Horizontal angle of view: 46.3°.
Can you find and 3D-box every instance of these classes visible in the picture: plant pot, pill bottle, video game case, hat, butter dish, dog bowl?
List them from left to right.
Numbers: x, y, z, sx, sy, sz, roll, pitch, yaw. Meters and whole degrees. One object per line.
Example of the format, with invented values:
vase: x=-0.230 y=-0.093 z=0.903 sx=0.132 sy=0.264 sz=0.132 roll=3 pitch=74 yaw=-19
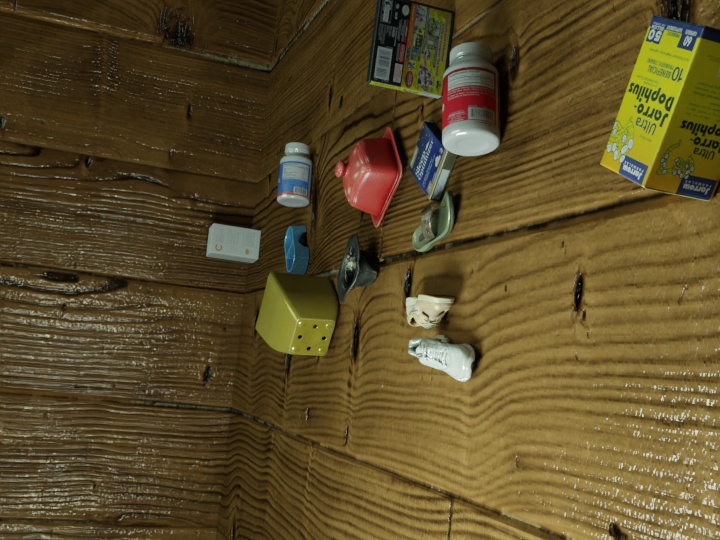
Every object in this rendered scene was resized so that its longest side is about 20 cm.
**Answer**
pill bottle: x=-0.219 y=-0.322 z=2.833 sx=0.112 sy=0.112 sz=0.200 roll=150 pitch=126 yaw=-66
dog bowl: x=-0.216 y=-0.069 z=2.815 sx=0.200 sy=0.050 sz=0.112 roll=-100 pitch=26 yaw=-42
plant pot: x=-0.165 y=0.141 z=2.404 sx=0.200 sy=0.194 sz=0.196 roll=-129 pitch=50 yaw=-56
hat: x=0.000 y=0.000 z=2.150 sx=0.201 sy=0.081 sz=0.201 roll=-167 pitch=90 yaw=-77
butter dish: x=0.008 y=-0.244 z=2.121 sx=0.200 sy=0.148 sz=0.200 roll=-103 pitch=29 yaw=-43
video game case: x=0.112 y=-0.499 z=1.880 sx=0.025 sy=0.181 sz=0.200 roll=-178 pitch=96 yaw=-72
pill bottle: x=0.215 y=-0.334 z=1.635 sx=0.112 sy=0.112 sz=0.200 roll=145 pitch=131 yaw=-64

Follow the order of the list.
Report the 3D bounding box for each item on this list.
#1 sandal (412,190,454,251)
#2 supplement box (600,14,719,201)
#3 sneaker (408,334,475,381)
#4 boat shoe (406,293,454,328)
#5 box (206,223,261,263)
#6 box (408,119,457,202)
sandal: x=0.149 y=-0.098 z=1.803 sx=0.201 sy=0.057 sz=0.080 roll=128 pitch=145 yaw=-54
supplement box: x=0.405 y=-0.204 z=1.060 sx=0.109 sy=0.109 sz=0.200 roll=-124 pitch=46 yaw=-62
sneaker: x=0.158 y=0.168 z=1.643 sx=0.200 sy=0.081 sz=0.075 roll=-169 pitch=89 yaw=-69
boat shoe: x=0.143 y=0.086 z=1.737 sx=0.200 sy=0.074 sz=0.069 roll=153 pitch=121 yaw=-78
box: x=-0.520 y=-0.110 z=3.451 sx=0.097 sy=0.200 sz=0.125 roll=155 pitch=122 yaw=-67
box: x=0.155 y=-0.253 z=1.888 sx=0.200 sy=0.032 sz=0.121 roll=-112 pitch=35 yaw=-57
